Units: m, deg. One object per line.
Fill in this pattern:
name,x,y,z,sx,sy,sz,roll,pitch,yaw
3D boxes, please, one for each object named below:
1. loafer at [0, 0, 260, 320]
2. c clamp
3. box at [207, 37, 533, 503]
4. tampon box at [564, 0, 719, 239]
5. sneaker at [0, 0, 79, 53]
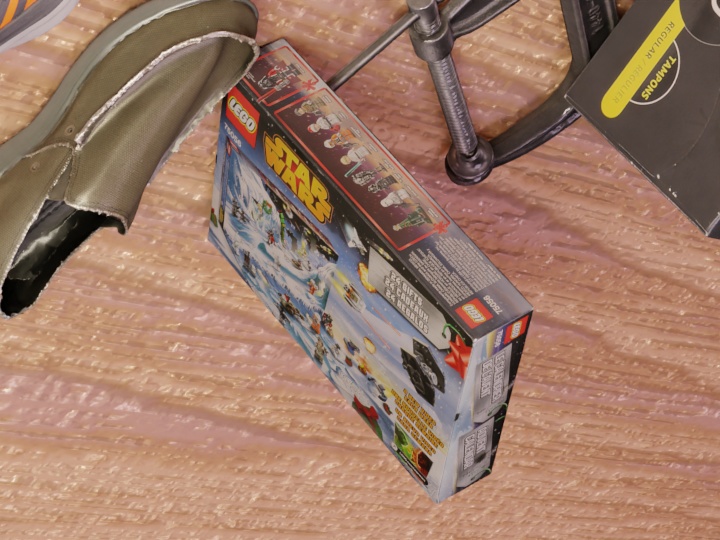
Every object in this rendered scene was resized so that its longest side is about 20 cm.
loafer,-0.116,-0.050,1.303,0.200,0.070,0.075,-43,150,13
c clamp,0.065,-0.106,1.460,0.171,0.027,0.200,-41,151,-4
box,0.000,0.000,1.363,0.040,0.200,0.137,-28,151,-26
tampon box,0.242,-0.103,1.524,0.200,0.126,0.150,9,123,-53
sneaker,-0.185,-0.121,1.124,0.112,0.078,0.200,8,129,-52
